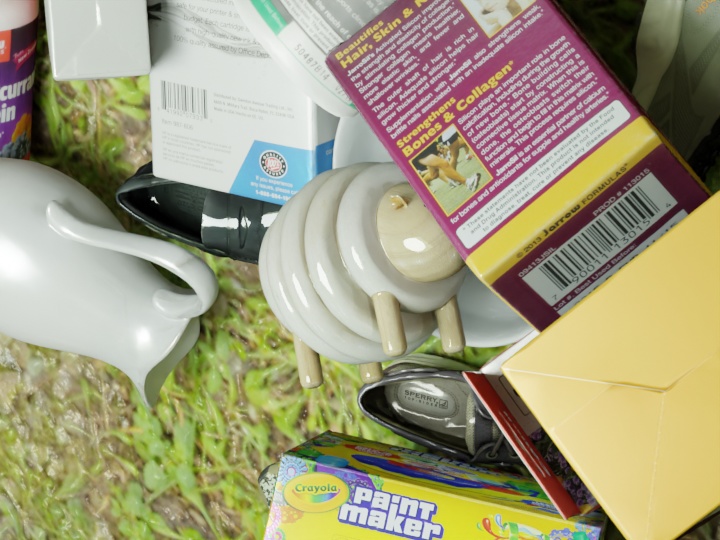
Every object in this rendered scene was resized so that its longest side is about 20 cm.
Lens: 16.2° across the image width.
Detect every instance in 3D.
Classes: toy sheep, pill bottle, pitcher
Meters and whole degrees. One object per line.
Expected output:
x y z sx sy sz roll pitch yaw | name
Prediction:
0.000 0.000 1.586 0.200 0.138 0.138 -22 92 47 | toy sheep
-0.294 -0.163 1.859 0.111 0.111 0.201 23 120 31 | pill bottle
-0.200 -0.006 1.795 0.200 0.121 0.172 32 145 -2 | pitcher
0.027 -0.198 1.545 0.200 0.113 0.113 -42 77 13 | pill bottle

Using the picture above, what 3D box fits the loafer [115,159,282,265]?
-0.083 -0.034 1.764 0.200 0.070 0.068 17 117 34 | loafer

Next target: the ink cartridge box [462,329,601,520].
0.126 0.090 1.527 0.050 0.200 0.109 -37 81 9 | ink cartridge box

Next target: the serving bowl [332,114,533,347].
0.079 -0.054 1.629 0.200 0.066 0.201 14 114 35 | serving bowl

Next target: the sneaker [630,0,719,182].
0.199 -0.091 1.516 0.079 0.074 0.201 23 119 25 | sneaker

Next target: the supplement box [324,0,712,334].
0.091 -0.081 1.461 0.131 0.103 0.200 -39 54 9 | supplement box

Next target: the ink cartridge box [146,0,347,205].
-0.065 -0.156 1.695 0.144 0.084 0.201 14 114 34 | ink cartridge box

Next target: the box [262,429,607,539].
0.047 0.188 1.599 0.199 0.193 0.122 13 92 7 | box

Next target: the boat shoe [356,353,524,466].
0.088 0.099 1.675 0.200 0.065 0.072 12 109 32 | boat shoe

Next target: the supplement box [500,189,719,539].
0.217 0.042 1.423 0.197 0.200 0.133 -39 80 15 | supplement box

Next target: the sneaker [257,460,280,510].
-0.014 0.219 1.788 0.200 0.089 0.077 49 130 15 | sneaker

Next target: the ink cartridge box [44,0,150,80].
-0.184 -0.190 1.740 0.200 0.067 0.117 -144 50 -81 | ink cartridge box
